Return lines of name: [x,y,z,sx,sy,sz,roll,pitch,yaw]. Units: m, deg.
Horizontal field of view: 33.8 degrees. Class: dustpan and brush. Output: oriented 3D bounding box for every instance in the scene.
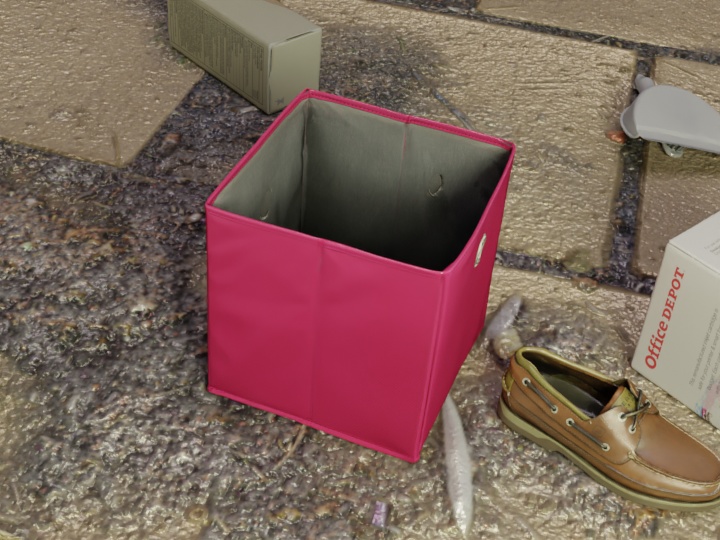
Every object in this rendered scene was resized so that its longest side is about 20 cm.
dustpan and brush: [0.354,-0.184,1.373,0.139,0.057,0.200,9,44,-12]

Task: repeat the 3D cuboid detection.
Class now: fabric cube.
fabric cube: [0.000,0.000,0.982,0.199,0.200,0.196,16,39,14]

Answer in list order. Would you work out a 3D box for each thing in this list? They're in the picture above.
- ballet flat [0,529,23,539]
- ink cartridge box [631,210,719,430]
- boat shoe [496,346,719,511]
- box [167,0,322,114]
ballet flat: [-0.191,0.229,0.783,0.200,0.070,0.069,23,42,21]
ink cartridge box: [0.360,0.055,0.995,0.146,0.147,0.200,-27,49,-33]
boat shoe: [0.203,0.126,0.952,0.199,0.068,0.072,22,40,18]
box: [-0.138,-0.274,1.389,0.078,0.095,0.200,-26,50,-34]
